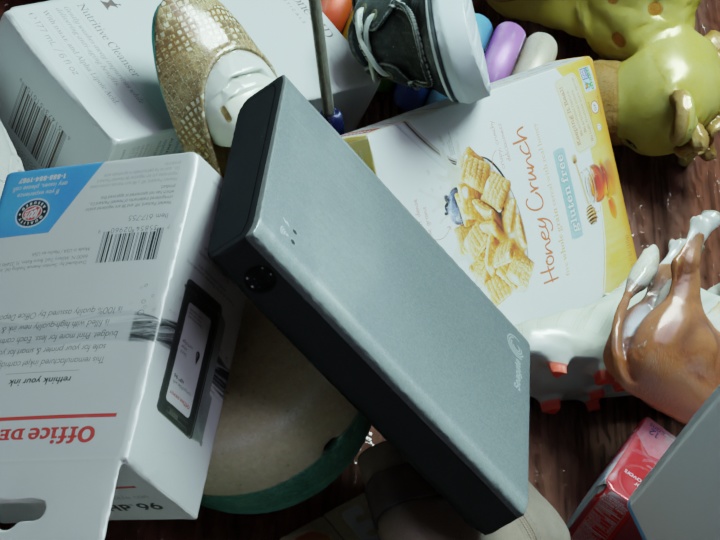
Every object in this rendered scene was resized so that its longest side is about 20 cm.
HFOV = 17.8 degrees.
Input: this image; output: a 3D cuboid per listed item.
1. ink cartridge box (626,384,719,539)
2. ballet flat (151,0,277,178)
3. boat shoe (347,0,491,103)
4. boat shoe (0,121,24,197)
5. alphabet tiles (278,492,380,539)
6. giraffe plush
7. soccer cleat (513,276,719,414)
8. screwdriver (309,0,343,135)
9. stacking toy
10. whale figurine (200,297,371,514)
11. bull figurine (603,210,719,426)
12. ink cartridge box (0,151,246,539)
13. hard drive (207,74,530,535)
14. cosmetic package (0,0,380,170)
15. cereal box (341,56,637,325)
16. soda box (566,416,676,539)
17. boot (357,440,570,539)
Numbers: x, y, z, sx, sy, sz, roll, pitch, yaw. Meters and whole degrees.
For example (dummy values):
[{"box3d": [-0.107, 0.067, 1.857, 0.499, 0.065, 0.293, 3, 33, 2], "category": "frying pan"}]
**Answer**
[{"box3d": [0.271, 0.127, 1.143, 0.199, 0.146, 0.147, -3, 52, -31], "category": "ink cartridge box"}, {"box3d": [-0.051, -0.056, 1.208, 0.070, 0.065, 0.201, -32, 112, -33], "category": "ballet flat"}, {"box3d": [0.029, -0.129, 1.286, 0.071, 0.072, 0.200, -13, 12, -1], "category": "boat shoe"}, {"box3d": [-0.197, -0.027, 1.186, 0.070, 0.071, 0.201, 34, 28, -40], "category": "boat shoe"}, {"box3d": [0.010, 0.194, 1.125, 0.200, 0.008, 0.167, -23, 64, -43], "category": "alphabet tiles"}, {"box3d": [0.178, -0.146, 1.470, 0.172, 0.199, 0.163, -3, 84, -51], "category": "giraffe plush"}, {"box3d": [0.147, 0.037, 1.312, 0.199, 0.069, 0.078, 4, 65, -38], "category": "soccer cleat"}, {"box3d": [-0.017, -0.100, 1.253, 0.028, 0.201, 0.029, 18, 45, 23], "category": "screwdriver"}, {"box3d": [0.016, -0.141, 1.417, 0.199, 0.086, 0.086, 23, 41, 1], "category": "stacking toy"}, {"box3d": [-0.077, 0.044, 1.164, 0.200, 0.104, 0.159, 33, 72, 35], "category": "whale figurine"}, {"box3d": [0.209, 0.056, 1.273, 0.200, 0.065, 0.122, 34, 65, -40], "category": "bull figurine"}, {"box3d": [-0.127, 0.051, 1.072, 0.068, 0.116, 0.201, 46, 48, -48], "category": "ink cartridge box"}, {"box3d": [0.010, 0.017, 1.101, 0.200, 0.033, 0.140, 47, 26, -24], "category": "hard drive"}, {"box3d": [-0.101, -0.099, 1.292, 0.200, 0.081, 0.113, -20, 60, -41], "category": "cosmetic package"}, {"box3d": [0.074, -0.030, 1.302, 0.200, 0.039, 0.145, -24, 104, -43], "category": "cereal box"}, {"box3d": [0.207, 0.171, 1.223, 0.200, 0.064, 0.070, 36, 41, 5], "category": "soda box"}, {"box3d": [0.037, 0.150, 1.111, 0.200, 0.070, 0.147, -1, 61, -55], "category": "boot"}]
